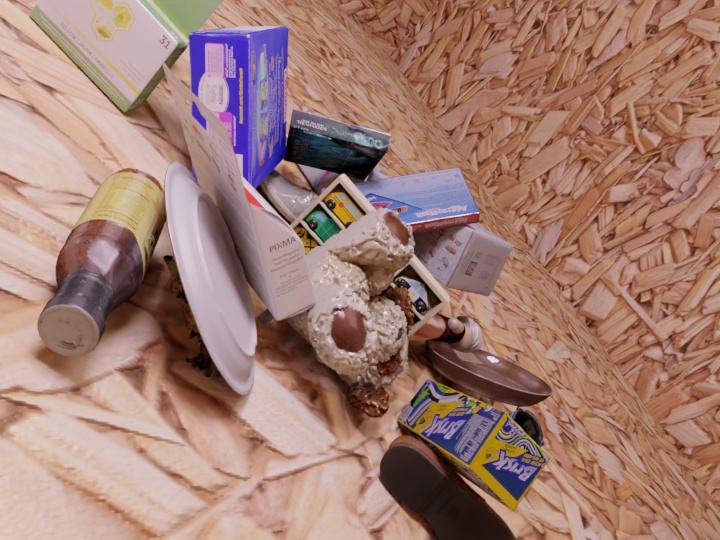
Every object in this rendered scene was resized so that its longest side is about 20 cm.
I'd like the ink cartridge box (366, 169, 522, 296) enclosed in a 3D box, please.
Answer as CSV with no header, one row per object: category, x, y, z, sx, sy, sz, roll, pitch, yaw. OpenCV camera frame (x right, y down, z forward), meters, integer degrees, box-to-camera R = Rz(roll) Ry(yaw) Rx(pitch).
ink cartridge box,0.112,-0.050,1.030,0.199,0.085,0.174,36,14,35

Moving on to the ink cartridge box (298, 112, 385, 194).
ink cartridge box,-0.018,-0.152,1.188,0.202,0.084,0.144,54,19,18

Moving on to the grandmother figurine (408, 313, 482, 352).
grandmother figurine,0.098,0.081,0.988,0.197,0.062,0.120,17,-1,-39

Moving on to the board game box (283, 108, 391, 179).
board game box,-0.039,-0.172,0.993,0.131,0.029,0.200,13,-5,-7

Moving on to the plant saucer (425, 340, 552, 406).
plant saucer,0.182,0.150,1.033,0.195,0.033,0.200,20,6,-2

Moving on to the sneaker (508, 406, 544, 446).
sneaker,0.219,0.236,0.978,0.079,0.089,0.199,52,19,9

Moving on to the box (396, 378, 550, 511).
box,0.110,0.175,0.744,0.070,0.065,0.199,44,-10,-12

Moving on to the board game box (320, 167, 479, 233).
board game box,0.049,-0.086,0.930,0.104,0.194,0.020,-103,-174,-48

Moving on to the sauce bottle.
sauce bottle,-0.193,-0.011,0.538,0.066,0.066,0.202,40,23,-24

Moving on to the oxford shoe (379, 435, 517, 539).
oxford shoe,0.103,0.245,0.724,0.201,0.071,0.071,50,13,3

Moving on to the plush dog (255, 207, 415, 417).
plush dog,-0.008,0.060,0.770,0.173,0.157,0.202,54,42,-29

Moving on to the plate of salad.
plate of salad,-0.134,0.010,0.604,0.200,0.047,0.206,-17,91,-89

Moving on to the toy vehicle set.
toy vehicle set,0.000,0.000,0.869,0.201,0.124,0.027,48,18,-3

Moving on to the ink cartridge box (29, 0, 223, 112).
ink cartridge box,-0.240,-0.298,0.763,0.146,0.200,0.048,44,19,-8

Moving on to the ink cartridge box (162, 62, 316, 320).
ink cartridge box,-0.110,-0.076,0.653,0.162,0.056,0.204,44,-32,44

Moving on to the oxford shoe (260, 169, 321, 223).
oxford shoe,-0.066,-0.084,0.987,0.199,0.058,0.076,43,21,-17

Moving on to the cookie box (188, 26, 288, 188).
cookie box,-0.141,-0.202,0.859,0.073,0.176,0.201,5,20,5
